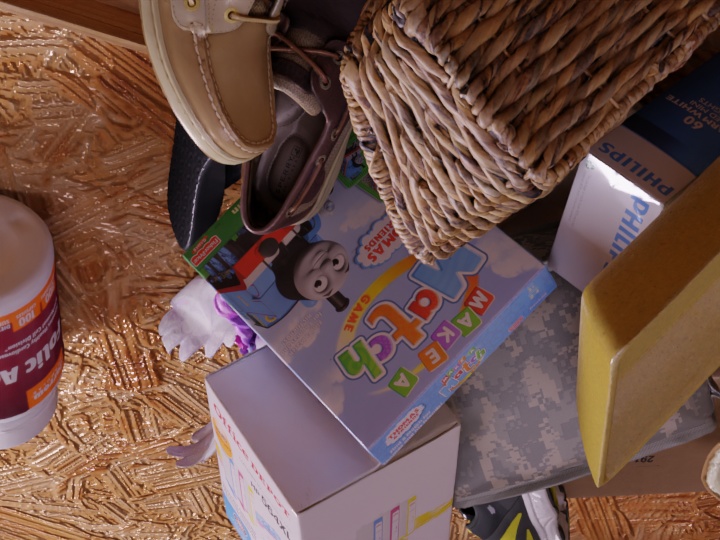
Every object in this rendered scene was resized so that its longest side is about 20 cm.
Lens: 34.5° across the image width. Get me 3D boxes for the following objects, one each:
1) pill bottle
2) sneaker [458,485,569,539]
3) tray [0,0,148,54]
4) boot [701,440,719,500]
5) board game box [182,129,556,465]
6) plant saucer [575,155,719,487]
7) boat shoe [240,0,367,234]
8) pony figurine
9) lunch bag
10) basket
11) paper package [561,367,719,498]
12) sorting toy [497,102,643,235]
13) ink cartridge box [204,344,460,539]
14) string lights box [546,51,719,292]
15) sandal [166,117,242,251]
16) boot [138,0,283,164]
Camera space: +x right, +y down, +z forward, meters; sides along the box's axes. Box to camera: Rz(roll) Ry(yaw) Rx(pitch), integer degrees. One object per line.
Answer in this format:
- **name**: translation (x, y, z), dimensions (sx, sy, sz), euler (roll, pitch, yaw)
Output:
- **pill bottle**: translation (-0.288, 0.046, 0.892), dimensions (0.113, 0.115, 0.200), euler (4, 140, -6)
- **sneaker**: translation (0.128, 0.204, 0.971), dimensions (0.084, 0.075, 0.201), euler (-6, 130, 15)
- **tray**: translation (-0.178, -0.192, 0.668), dimensions (0.199, 0.037, 0.099), euler (14, 138, -18)
- **boot**: translation (0.359, 0.080, 0.889), dimensions (0.200, 0.066, 0.176), euler (-36, 149, -26)
- **board game box**: translation (0.000, 0.000, 0.733), dimensions (0.151, 0.200, 0.037), euler (-46, 148, -4)
- **plant saucer**: translation (0.188, 0.012, 0.663), dimensions (0.200, 0.048, 0.200), euler (-43, 153, -15)
- **boat shoe**: translation (-0.030, -0.113, 0.681), dimensions (0.072, 0.072, 0.201), euler (25, 111, 9)
- **pony figurine**: translation (-0.060, 0.049, 0.890), dimensions (0.199, 0.167, 0.193), euler (19, 122, -36)
- **lunch bag**: translation (0.139, 0.053, 0.814), dimensions (0.199, 0.118, 0.165), euler (-15, 105, 14)
- **basket**: translation (0.079, -0.124, 0.636), dimensions (0.143, 0.200, 0.149), euler (49, 153, -2)
- **paper package**: translation (0.213, 0.103, 0.977), dimensions (0.199, 0.104, 0.191), euler (-4, 139, 5)
- **sorting toy**: translation (0.130, -0.067, 0.829), dimensions (0.199, 0.037, 0.185), euler (24, 135, -33)
- **ink cartridge box**: translation (-0.020, 0.131, 0.797), dimensions (0.125, 0.129, 0.201), euler (-26, 142, -21)
- **string lights box**: translation (0.208, -0.068, 0.711), dimensions (0.200, 0.059, 0.103), euler (-35, 152, -30)
- **sandal**: translation (-0.093, -0.088, 0.778), dimensions (0.048, 0.076, 0.201), euler (-10, 153, -23)
- **boot**: translation (-0.035, -0.161, 0.587), dimensions (0.155, 0.201, 0.073), euler (-6, -173, 30)
